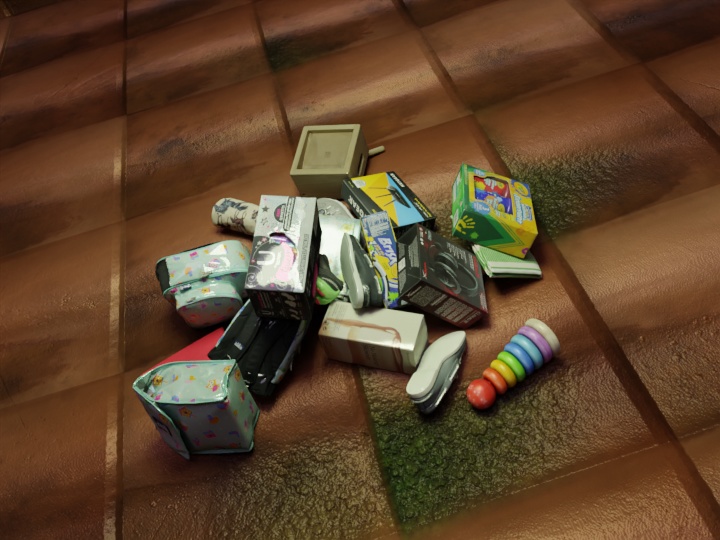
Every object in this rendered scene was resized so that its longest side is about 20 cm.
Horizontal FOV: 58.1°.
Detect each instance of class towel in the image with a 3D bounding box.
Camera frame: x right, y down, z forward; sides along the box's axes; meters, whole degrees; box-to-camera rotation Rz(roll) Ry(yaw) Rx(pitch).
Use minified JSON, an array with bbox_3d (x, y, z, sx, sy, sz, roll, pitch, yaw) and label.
[{"bbox_3d":[-0.090,-0.030,1.410,0.169,0.048,0.203,8,67,1],"label":"towel"},{"bbox_3d":[0.296,-0.057,1.408,0.151,0.024,0.201,1,42,-27],"label":"towel"}]

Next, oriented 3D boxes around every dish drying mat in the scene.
[{"bbox_3d":[-0.367,0.199,1.385,0.199,0.018,0.077,-31,51,-15],"label":"dish drying mat"}]

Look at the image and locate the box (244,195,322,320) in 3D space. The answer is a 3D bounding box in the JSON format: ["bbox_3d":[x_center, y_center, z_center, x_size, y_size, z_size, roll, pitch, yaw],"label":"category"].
[{"bbox_3d":[-0.143,-0.025,1.232,0.113,0.133,0.203,2,63,4],"label":"box"}]

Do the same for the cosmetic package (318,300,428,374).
[{"bbox_3d":[0.028,0.134,1.294,0.197,0.104,0.088,7,53,20],"label":"cosmetic package"}]

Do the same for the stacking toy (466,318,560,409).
[{"bbox_3d":[0.277,0.181,1.216,0.199,0.086,0.085,-37,52,-13],"label":"stacking toy"}]

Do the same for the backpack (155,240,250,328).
[{"bbox_3d":[-0.324,0.026,1.420,0.198,0.176,0.154,-24,66,-7],"label":"backpack"}]

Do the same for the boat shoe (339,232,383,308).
[{"bbox_3d":[0.000,0.000,1.325,0.059,0.076,0.202,2,48,-17],"label":"boat shoe"}]

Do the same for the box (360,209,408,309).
[{"bbox_3d":[0.055,-0.019,1.374,0.063,0.070,0.203,-15,84,-1],"label":"box"}]

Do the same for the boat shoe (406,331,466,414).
[{"bbox_3d":[0.155,0.193,1.249,0.072,0.062,0.200,-11,25,41],"label":"boat shoe"}]

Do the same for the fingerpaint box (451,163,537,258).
[{"bbox_3d":[0.288,-0.136,1.416,0.165,0.074,0.201,18,38,-5],"label":"fingerpaint box"}]

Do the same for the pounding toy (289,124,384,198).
[{"bbox_3d":[-0.053,-0.282,1.662,0.181,0.143,0.202,2,59,18],"label":"pounding toy"}]

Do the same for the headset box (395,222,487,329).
[{"bbox_3d":[0.171,0.017,1.319,0.077,0.198,0.150,-42,34,39],"label":"headset box"}]

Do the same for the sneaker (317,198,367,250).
[{"bbox_3d":[-0.060,-0.114,1.522,0.199,0.076,0.081,34,24,33],"label":"sneaker"}]

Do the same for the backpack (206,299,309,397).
[{"bbox_3d":[-0.186,0.124,1.311,0.162,0.153,0.202,29,101,17],"label":"backpack"}]

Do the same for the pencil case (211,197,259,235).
[{"bbox_3d":[-0.272,-0.123,1.592,0.198,0.090,0.078,15,60,26],"label":"pencil case"}]

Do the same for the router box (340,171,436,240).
[{"bbox_3d":[0.063,-0.151,1.531,0.148,0.052,0.201,-15,47,-26],"label":"router box"}]

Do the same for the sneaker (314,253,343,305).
[{"bbox_3d":[-0.111,-0.008,1.349,0.083,0.077,0.200,-21,59,-42],"label":"sneaker"}]

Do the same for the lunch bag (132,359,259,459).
[{"bbox_3d":[-0.311,0.261,1.217,0.197,0.172,0.123,-6,41,8],"label":"lunch bag"}]
